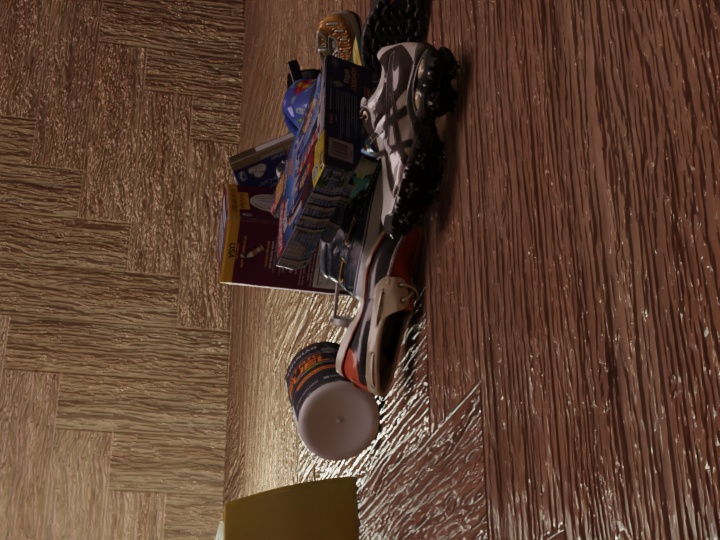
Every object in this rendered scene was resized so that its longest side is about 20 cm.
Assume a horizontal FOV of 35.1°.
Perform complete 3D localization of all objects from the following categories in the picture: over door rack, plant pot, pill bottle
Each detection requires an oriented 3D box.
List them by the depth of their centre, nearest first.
[{"bbox_3d":[0.000,0.000,1.462,0.200,0.065,0.151,93,-177,-88],"label":"over door rack"},{"bbox_3d":[-0.042,0.158,1.475,0.200,0.104,0.108,-123,40,-72],"label":"pill bottle"},{"bbox_3d":[-0.105,0.403,1.504,0.201,0.173,0.202,109,162,-50],"label":"plant pot"}]

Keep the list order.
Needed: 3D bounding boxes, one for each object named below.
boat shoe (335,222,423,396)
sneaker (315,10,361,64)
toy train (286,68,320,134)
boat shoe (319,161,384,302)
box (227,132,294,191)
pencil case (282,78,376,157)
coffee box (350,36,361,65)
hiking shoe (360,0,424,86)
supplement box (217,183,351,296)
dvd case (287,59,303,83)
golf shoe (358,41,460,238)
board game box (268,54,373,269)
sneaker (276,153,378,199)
[{"bbox_3d":[0.033,0.038,1.265,0.062,0.071,0.203,26,99,39],"label":"boat shoe"},{"bbox_3d":[-0.017,-0.283,1.680,0.088,0.074,0.203,-49,-34,-57],"label":"sneaker"},{"bbox_3d":[-0.078,-0.220,1.803,0.114,0.084,0.204,48,-139,-66],"label":"toy train"},{"bbox_3d":[0.007,-0.067,1.297,0.090,0.070,0.203,28,111,36],"label":"boat shoe"},{"bbox_3d":[-0.105,-0.097,1.692,0.033,0.119,0.202,-115,3,-61],"label":"box"},{"bbox_3d":[-0.018,-0.187,1.402,0.199,0.077,0.088,18,123,51],"label":"pencil case"},{"bbox_3d":[-0.001,-0.208,1.582,0.124,0.043,0.202,-98,17,-49],"label":"coffee box"},{"bbox_3d":[0.047,-0.322,1.373,0.101,0.074,0.203,-73,-4,-74],"label":"hiking shoe"},{"bbox_3d":[-0.102,-0.044,1.623,0.131,0.196,0.105,-110,28,-64],"label":"supplement box"},{"bbox_3d":[-0.068,-0.204,1.638,0.200,0.017,0.145,71,-179,-80],"label":"dvd case"},{"bbox_3d":[0.041,-0.138,1.189,0.077,0.093,0.204,-2,-74,-60],"label":"golf shoe"},{"bbox_3d":[-0.048,-0.100,1.281,0.202,0.061,0.201,-90,21,-46],"label":"board game box"},{"bbox_3d":[-0.034,-0.108,1.448,0.077,0.199,0.081,20,104,32],"label":"sneaker"}]
